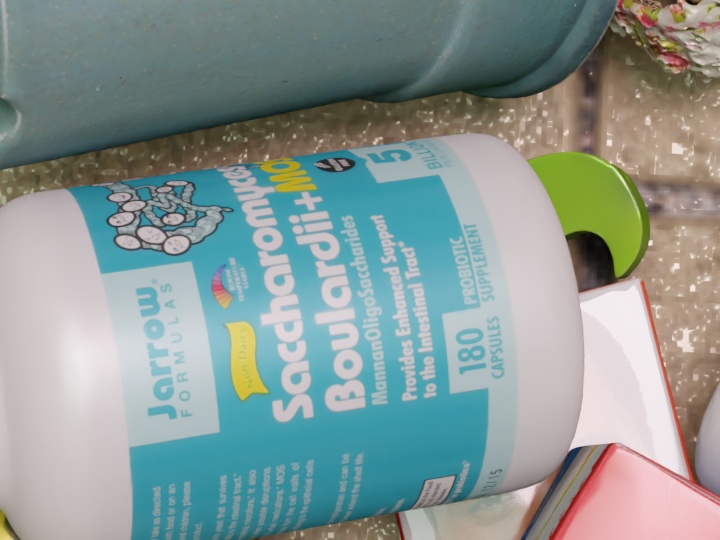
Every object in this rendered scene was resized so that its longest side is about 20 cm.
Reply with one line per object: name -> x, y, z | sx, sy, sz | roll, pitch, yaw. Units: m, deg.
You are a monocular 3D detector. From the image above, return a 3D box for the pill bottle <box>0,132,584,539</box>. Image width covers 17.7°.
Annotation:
pill bottle -> -0.043, 0.025, 0.681 | 0.199, 0.111, 0.111 | -9, 84, -16

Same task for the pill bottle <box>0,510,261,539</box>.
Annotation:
pill bottle -> -0.092, 0.109, 0.756 | 0.200, 0.111, 0.111 | 39, 86, 4

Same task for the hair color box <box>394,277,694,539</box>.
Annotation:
hair color box -> 0.069, 0.113, 0.777 | 0.101, 0.061, 0.201 | -15, 83, 1

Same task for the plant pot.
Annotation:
plant pot -> -0.053, -0.127, 0.699 | 0.195, 0.200, 0.201 | -18, 83, -28

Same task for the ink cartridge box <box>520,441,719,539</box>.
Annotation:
ink cartridge box -> 0.066, 0.112, 0.646 | 0.067, 0.200, 0.117 | 30, 86, 4

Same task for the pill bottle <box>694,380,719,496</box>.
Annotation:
pill bottle -> 0.216, 0.075, 0.725 | 0.200, 0.114, 0.115 | 35, 86, 23

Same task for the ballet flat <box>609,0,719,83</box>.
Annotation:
ballet flat -> 0.067, -0.142, 0.780 | 0.200, 0.064, 0.076 | 40, 94, 18

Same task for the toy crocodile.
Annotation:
toy crocodile -> 0.000, 0.000, 0.786 | 0.199, 0.068, 0.062 | -18, 85, -1
